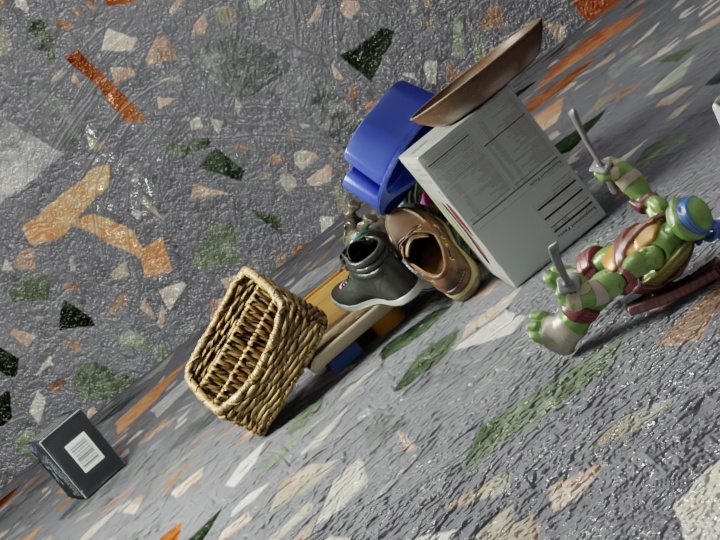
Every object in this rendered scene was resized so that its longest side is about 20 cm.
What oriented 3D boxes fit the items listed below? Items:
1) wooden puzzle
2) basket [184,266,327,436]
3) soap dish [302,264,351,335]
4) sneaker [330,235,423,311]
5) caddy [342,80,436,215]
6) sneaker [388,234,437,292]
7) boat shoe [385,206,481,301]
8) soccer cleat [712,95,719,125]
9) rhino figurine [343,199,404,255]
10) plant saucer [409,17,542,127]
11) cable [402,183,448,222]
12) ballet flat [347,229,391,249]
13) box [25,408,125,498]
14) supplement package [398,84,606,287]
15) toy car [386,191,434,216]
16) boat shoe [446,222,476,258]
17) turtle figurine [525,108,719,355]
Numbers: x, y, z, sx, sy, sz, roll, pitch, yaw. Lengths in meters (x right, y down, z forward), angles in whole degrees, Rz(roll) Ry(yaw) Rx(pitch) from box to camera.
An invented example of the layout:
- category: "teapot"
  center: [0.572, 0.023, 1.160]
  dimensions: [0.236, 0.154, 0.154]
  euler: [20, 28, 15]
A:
- category: "wooden puzzle"
  center: [-0.005, 0.093, 1.698]
  dimensions: [0.185, 0.046, 0.200]
  euler: [-39, 3, -8]
- category: "basket"
  center: [-0.156, 0.118, 1.637]
  dimensions: [0.200, 0.149, 0.143]
  euler: [-58, 7, 7]
- category: "soap dish"
  center: [-0.044, 0.056, 1.884]
  dimensions: [0.200, 0.081, 0.157]
  euler: [-39, 3, -23]
- category: "sneaker"
  center: [0.000, 0.000, 1.604]
  dimensions: [0.071, 0.099, 0.200]
  euler: [-48, 20, -26]
- category: "caddy"
  center: [0.061, -0.170, 1.613]
  dimensions: [0.200, 0.105, 0.142]
  euler: [-53, -18, -27]
- category: "sneaker"
  center: [0.099, -0.007, 1.690]
  dimensions: [0.078, 0.080, 0.200]
  euler: [-24, 28, 2]
- category: "boat shoe"
  center: [0.087, -0.035, 1.539]
  dimensions: [0.072, 0.067, 0.200]
  euler: [-54, 41, 12]
- category: "soccer cleat"
  center: [0.428, -0.175, 1.076]
  dimensions: [0.200, 0.085, 0.069]
  euler: [-32, 10, 40]
- category: "rhino figurine"
  center: [0.065, -0.058, 1.839]
  dimensions: [0.060, 0.199, 0.088]
  euler: [-103, 26, -46]
- category: "plant saucer"
  center: [0.149, -0.233, 1.392]
  dimensions: [0.200, 0.037, 0.200]
  euler: [-38, 8, 6]
- category: "cable"
  center: [0.089, -0.080, 1.686]
  dimensions: [0.097, 0.050, 0.200]
  euler: [-60, 17, 20]
- category: "ballet flat"
  center: [0.027, -0.013, 1.713]
  dimensions: [0.068, 0.072, 0.200]
  euler: [-38, -9, -1]
- category: "box"
  center: [-0.585, 0.375, 2.330]
  dimensions: [0.107, 0.149, 0.200]
  euler: [-41, 8, -24]
- category: "supplement package"
  center: [0.173, -0.109, 1.446]
  dimensions: [0.147, 0.200, 0.191]
  euler: [-39, 7, 0]
- category: "toy car"
  center: [0.133, -0.131, 2.024]
  dimensions: [0.200, 0.175, 0.150]
  euler: [-35, 45, 20]
- category: "boat shoe"
  center: [0.163, -0.049, 1.656]
  dimensions: [0.065, 0.072, 0.200]
  euler: [-8, -5, 0]
- category: "turtle figurine"
  center: [0.193, -0.025, 0.983]
  dimensions: [0.199, 0.144, 0.194]
  euler: [3, -33, -22]
